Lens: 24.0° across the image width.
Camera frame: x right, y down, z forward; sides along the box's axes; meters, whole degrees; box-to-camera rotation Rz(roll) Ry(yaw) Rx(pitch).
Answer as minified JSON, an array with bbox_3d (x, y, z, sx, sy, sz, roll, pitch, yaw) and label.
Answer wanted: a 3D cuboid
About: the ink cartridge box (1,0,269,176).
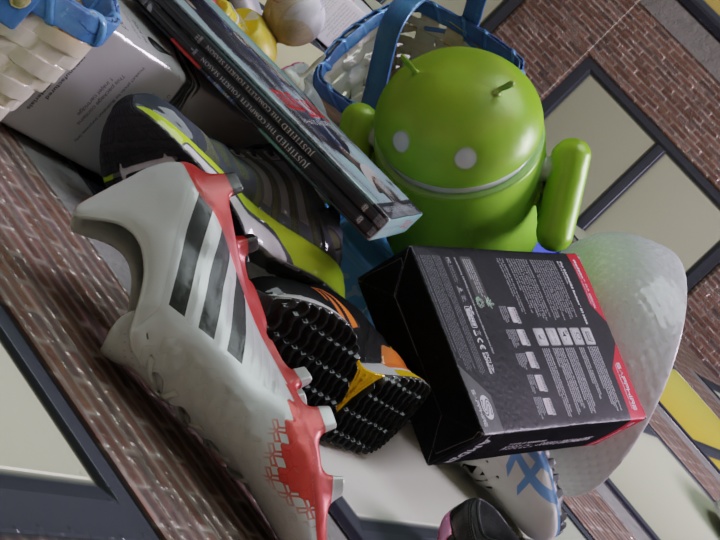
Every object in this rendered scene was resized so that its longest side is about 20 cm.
[{"bbox_3d":[-0.151,-0.123,1.012,0.200,0.084,0.146,30,19,-54],"label":"ink cartridge box"}]

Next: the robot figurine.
[{"bbox_3d":[0.069,-0.070,1.163,0.175,0.116,0.200,13,-35,14],"label":"robot figurine"}]

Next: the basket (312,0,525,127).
[{"bbox_3d":[0.046,-0.154,1.301,0.139,0.200,0.176,34,44,13],"label":"basket"}]

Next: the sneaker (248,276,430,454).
[{"bbox_3d":[-0.038,0.038,0.917,0.090,0.070,0.200,46,5,31],"label":"sneaker"}]

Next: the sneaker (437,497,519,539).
[{"bbox_3d":[0.116,0.183,0.882,0.079,0.095,0.200,30,17,-49],"label":"sneaker"}]

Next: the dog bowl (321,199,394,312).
[{"bbox_3d":[0.000,0.000,1.224,0.111,0.050,0.200,45,12,-3],"label":"dog bowl"}]

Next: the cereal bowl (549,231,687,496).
[{"bbox_3d":[0.150,0.059,1.231,0.083,0.201,0.200,22,16,-12],"label":"cereal bowl"}]

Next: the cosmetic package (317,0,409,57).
[{"bbox_3d":[-0.020,-0.332,2.285,0.200,0.071,0.102,38,13,-36],"label":"cosmetic package"}]

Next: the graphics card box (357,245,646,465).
[{"bbox_3d":[0.093,0.051,1.063,0.200,0.051,0.126,1,63,-54],"label":"graphics card box"}]

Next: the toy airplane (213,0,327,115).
[{"bbox_3d":[-0.072,-0.140,1.217,0.200,0.141,0.199,47,11,7],"label":"toy airplane"}]

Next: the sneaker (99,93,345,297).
[{"bbox_3d":[-0.076,-0.045,0.981,0.200,0.074,0.081,44,42,-44],"label":"sneaker"}]

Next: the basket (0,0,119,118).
[{"bbox_3d":[-0.167,-0.171,0.769,0.139,0.200,0.177,36,13,-42],"label":"basket"}]

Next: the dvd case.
[{"bbox_3d":[-0.047,-0.097,1.016,0.200,0.022,0.146,47,9,5],"label":"dvd case"}]

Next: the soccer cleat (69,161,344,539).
[{"bbox_3d":[-0.071,0.045,0.774,0.069,0.085,0.201,127,-55,-66],"label":"soccer cleat"}]

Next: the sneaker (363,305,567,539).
[{"bbox_3d":[0.065,0.098,1.111,0.200,0.072,0.072,57,-18,-6],"label":"sneaker"}]

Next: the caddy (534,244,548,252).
[{"bbox_3d":[0.094,0.013,1.398,0.200,0.105,0.142,45,34,-14],"label":"caddy"}]

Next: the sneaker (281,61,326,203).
[{"bbox_3d":[-0.031,-0.104,1.399,0.088,0.081,0.200,49,12,26],"label":"sneaker"}]

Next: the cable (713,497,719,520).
[{"bbox_3d":[0.459,0.305,1.781,0.200,0.069,0.200,46,11,0],"label":"cable"}]
